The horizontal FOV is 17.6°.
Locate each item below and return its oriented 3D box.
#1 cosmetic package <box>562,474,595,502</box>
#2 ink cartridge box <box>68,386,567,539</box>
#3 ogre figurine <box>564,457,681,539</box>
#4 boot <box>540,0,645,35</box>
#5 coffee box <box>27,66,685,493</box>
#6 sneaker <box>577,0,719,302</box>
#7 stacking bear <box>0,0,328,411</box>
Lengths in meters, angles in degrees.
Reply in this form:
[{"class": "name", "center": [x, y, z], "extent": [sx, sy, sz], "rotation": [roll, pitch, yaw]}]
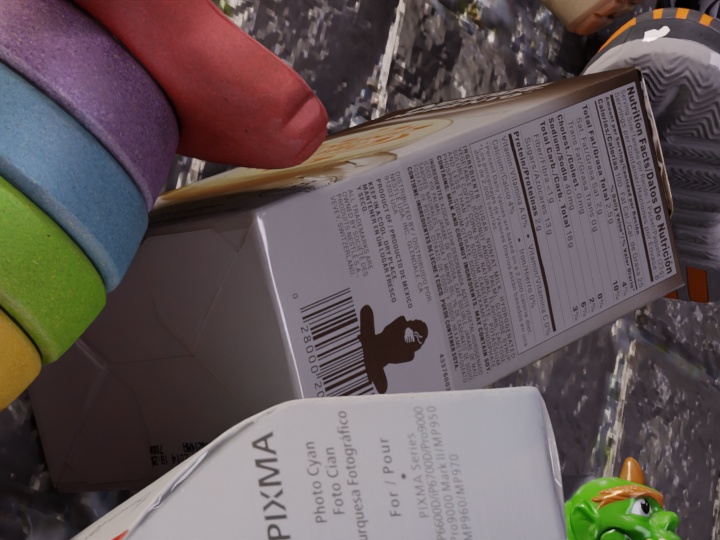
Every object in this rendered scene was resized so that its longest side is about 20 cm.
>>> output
[{"class": "cosmetic package", "center": [0.028, 0.166, 0.778], "extent": [0.200, 0.074, 0.102], "rotation": [-48, 119, -39]}, {"class": "ink cartridge box", "center": [-0.072, 0.075, 0.584], "extent": [0.199, 0.160, 0.047], "rotation": [1, 70, -30]}, {"class": "ogre figurine", "center": [0.057, 0.124, 0.692], "extent": [0.200, 0.098, 0.120], "rotation": [3, 63, -49]}, {"class": "boot", "center": [0.104, -0.197, 0.797], "extent": [0.167, 0.200, 0.072], "rotation": [60, 14, 9]}, {"class": "coffee box", "center": [0.000, 0.000, 0.738], "extent": [0.200, 0.114, 0.080], "rotation": [-23, 102, -49]}, {"class": "sneaker", "center": [0.121, -0.073, 0.871], "extent": [0.200, 0.077, 0.112], "rotation": [77, 28, -69]}, {"class": "stacking bear", "center": [-0.121, 0.001, 0.597], "extent": [0.121, 0.114, 0.200], "rotation": [46, 70, -37]}]
